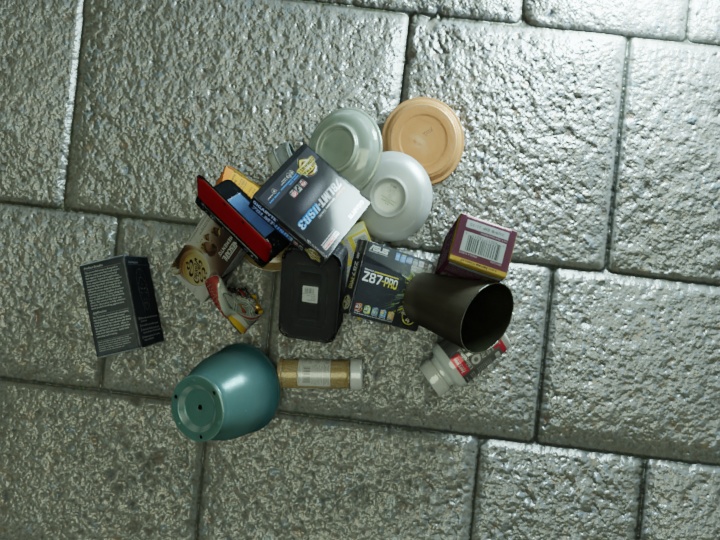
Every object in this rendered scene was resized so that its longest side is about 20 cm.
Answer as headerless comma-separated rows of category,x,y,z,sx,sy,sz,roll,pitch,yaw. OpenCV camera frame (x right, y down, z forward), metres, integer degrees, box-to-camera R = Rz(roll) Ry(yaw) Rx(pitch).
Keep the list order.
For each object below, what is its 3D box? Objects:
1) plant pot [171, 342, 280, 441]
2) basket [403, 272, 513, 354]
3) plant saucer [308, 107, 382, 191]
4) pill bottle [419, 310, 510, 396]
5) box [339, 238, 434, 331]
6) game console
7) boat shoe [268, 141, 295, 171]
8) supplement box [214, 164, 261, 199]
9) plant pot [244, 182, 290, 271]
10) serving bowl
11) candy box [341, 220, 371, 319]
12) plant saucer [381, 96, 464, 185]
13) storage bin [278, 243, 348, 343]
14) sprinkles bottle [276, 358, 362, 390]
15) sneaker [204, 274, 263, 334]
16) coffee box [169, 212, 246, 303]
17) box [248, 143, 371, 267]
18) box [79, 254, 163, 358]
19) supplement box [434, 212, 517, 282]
plant pot,-0.301,0.274,1.363,0.194,0.187,0.207,1,94,21
basket,0.195,0.079,1.353,0.178,0.197,0.140,-25,115,-36
plant saucer,-0.046,-0.270,1.422,0.195,0.050,0.207,-3,83,27
pill bottle,0.230,0.186,1.420,0.199,0.111,0.112,-39,89,0
box,0.061,0.036,1.410,0.196,0.049,0.166,17,86,-32
game console,-0.232,-0.121,1.297,0.200,0.173,0.119,44,129,0
boat shoe,-0.129,-0.197,1.420,0.071,0.070,0.203,-35,85,15
supplement box,-0.229,-0.155,1.428,0.197,0.069,0.068,33,92,-1
plant pot,-0.201,-0.101,1.473,0.193,0.027,0.207,0,89,1
serving bowl,0.066,-0.166,1.432,0.193,0.066,0.207,1,96,8
candy box,0.000,0.000,1.446,0.100,0.026,0.205,-22,103,4
plant saucer,0.144,-0.299,1.467,0.193,0.032,0.207,0,89,0
storage bin,-0.104,0.043,1.404,0.131,0.094,0.206,8,109,7
sprinkles bottle,-0.092,0.236,1.447,0.193,0.068,0.071,1,89,1
sneaker,-0.278,0.061,1.402,0.081,0.201,0.078,-37,60,-6
coffee box,-0.323,-0.044,1.409,0.113,0.080,0.201,43,118,1
box,-0.102,-0.140,1.338,0.197,0.050,0.201,39,54,-1
box,-0.529,0.076,1.416,0.104,0.148,0.207,-11,89,0
supplement box,0.245,-0.032,1.372,0.127,0.200,0.106,18,78,0
